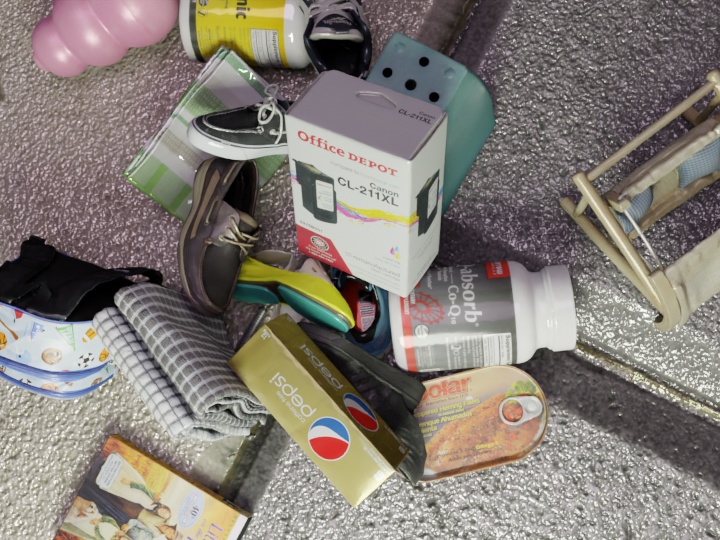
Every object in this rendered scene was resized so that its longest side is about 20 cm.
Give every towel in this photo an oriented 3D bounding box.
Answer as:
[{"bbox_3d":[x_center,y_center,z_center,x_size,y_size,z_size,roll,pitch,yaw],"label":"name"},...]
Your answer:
[{"bbox_3d":[-0.169,-0.148,1.076,0.149,0.031,0.201,39,87,-25],"label":"towel"},{"bbox_3d":[-0.180,0.102,0.965,0.086,0.200,0.166,-44,72,4],"label":"towel"}]

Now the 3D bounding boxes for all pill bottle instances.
[{"bbox_3d":[-0.112,-0.307,1.093,0.198,0.111,0.112,5,81,7],"label":"pill bottle"},{"bbox_3d":[0.135,0.050,1.001,0.198,0.116,0.117,-6,80,6],"label":"pill bottle"}]

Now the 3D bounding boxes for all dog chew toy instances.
[{"bbox_3d":[-0.329,-0.318,1.122,0.199,0.124,0.125,-31,78,10],"label":"dog chew toy"}]

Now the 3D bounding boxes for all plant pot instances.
[{"bbox_3d":[0.062,-0.173,1.004,0.141,0.200,0.142,30,86,11],"label":"plant pot"}]

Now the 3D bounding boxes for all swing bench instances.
[{"bbox_3d":[0.365,-0.071,0.986,0.198,0.130,0.201,-37,79,-1],"label":"swing bench"}]

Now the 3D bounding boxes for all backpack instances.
[{"bbox_3d":[-0.353,0.056,1.023,0.198,0.190,0.156,14,99,9],"label":"backpack"}]

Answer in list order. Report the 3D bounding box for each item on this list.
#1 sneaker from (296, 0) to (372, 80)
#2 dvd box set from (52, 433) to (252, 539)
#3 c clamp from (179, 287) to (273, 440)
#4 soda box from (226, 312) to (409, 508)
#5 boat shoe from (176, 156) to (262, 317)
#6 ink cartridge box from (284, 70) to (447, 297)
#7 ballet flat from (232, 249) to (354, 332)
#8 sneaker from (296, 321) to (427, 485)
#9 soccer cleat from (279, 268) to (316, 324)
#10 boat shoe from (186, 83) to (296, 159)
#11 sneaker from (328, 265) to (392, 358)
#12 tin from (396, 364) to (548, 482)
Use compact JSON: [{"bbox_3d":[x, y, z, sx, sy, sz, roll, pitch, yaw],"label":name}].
[{"bbox_3d":[-0.030,-0.283,0.974,0.079,0.130,0.201,-7,98,-5],"label":"sneaker"},{"bbox_3d":[-0.246,0.306,1.049,0.199,0.029,0.147,28,85,11],"label":"dvd box set"},{"bbox_3d":[-0.161,0.078,1.082,0.170,0.027,0.201,23,86,15],"label":"c clamp"},{"bbox_3d":[-0.043,0.142,0.924,0.200,0.068,0.064,47,107,6],"label":"soda box"},{"bbox_3d":[-0.155,-0.048,1.004,0.073,0.074,0.202,-16,61,33],"label":"boat shoe"},{"bbox_3d":[0.006,-0.087,0.926,0.145,0.201,0.083,23,54,20],"label":"ink cartridge box"},{"bbox_3d":[-0.079,0.013,1.011,0.199,0.067,0.067,14,63,36],"label":"ballet flat"},{"bbox_3d":[-0.003,0.145,0.980,0.199,0.060,0.105,29,78,-9],"label":"sneaker"},{"bbox_3d":[-0.066,0.095,1.034,0.068,0.085,0.202,1,81,7],"label":"soccer cleat"},{"bbox_3d":[-0.101,-0.173,1.033,0.198,0.068,0.074,1,44,-23],"label":"boat shoe"},{"bbox_3d":[0.000,0.000,1.038,0.078,0.090,0.202,-14,76,4],"label":"sneaker"},{"bbox_3d":[0.116,0.175,1.023,0.198,0.042,0.113,-14,83,5],"label":"tin"}]
